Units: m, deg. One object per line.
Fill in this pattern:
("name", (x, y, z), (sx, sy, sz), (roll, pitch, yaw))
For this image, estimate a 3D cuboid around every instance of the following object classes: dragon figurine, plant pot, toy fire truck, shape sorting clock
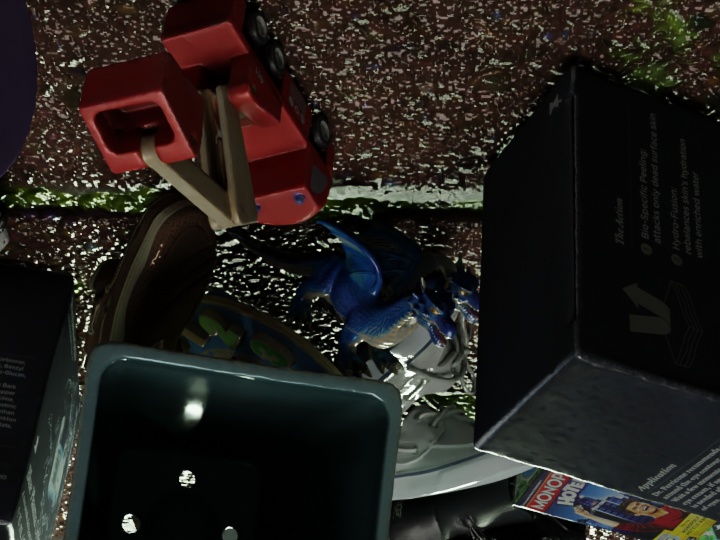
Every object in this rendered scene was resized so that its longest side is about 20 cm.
("dragon figurine", (0.000, 0.000, 0.947), (0.059, 0.200, 0.100), (-2, 126, -43))
("plant pot", (-0.100, 0.167, 0.971), (0.194, 0.198, 0.200), (9, 168, -14))
("toy fire truck", (-0.074, -0.074, 0.824), (0.048, 0.142, 0.200), (-11, 140, 20))
("shape sorting clock", (-0.077, 0.096, 1.085), (0.199, 0.039, 0.201), (25, 142, 22))

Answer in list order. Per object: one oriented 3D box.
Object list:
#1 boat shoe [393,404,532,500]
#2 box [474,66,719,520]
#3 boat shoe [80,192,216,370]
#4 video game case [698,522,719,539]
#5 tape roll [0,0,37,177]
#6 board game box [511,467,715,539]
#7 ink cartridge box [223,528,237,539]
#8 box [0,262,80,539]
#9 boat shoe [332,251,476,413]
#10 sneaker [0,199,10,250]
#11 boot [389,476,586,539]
("boat shoe", (0.053, 0.131, 1.109), (0.073, 0.066, 0.199), (-7, 172, -40))
("box", (0.179, 0.019, 0.858), (0.199, 0.198, 0.118), (18, 142, -16))
("boat shoe", (-0.155, 0.019, 1.010), (0.075, 0.075, 0.203), (41, 134, 22))
("video game case", (0.346, 0.193, 1.225), (0.181, 0.022, 0.200), (-10, 141, 19))
("tape roll", (-0.254, -0.122, 0.733), (0.084, 0.201, 0.200), (-15, 139, 25))
("board game box", (0.195, 0.113, 1.098), (0.199, 0.062, 0.200), (17, 139, -10))
("ink cartridge box", (-0.051, 0.270, 1.284), (0.146, 0.086, 0.200), (13, 149, 33))
("box", (-0.275, 0.128, 1.063), (0.117, 0.201, 0.197), (8, 143, -3))
("boat shoe", (0.045, 0.058, 1.040), (0.086, 0.075, 0.202), (16, 144, -14))
("sneaker", (-0.256, -0.050, 0.949), (0.079, 0.074, 0.200), (6, 150, -25))
("boot", (0.121, 0.240, 1.266), (0.167, 0.077, 0.200), (-18, 131, 33))
